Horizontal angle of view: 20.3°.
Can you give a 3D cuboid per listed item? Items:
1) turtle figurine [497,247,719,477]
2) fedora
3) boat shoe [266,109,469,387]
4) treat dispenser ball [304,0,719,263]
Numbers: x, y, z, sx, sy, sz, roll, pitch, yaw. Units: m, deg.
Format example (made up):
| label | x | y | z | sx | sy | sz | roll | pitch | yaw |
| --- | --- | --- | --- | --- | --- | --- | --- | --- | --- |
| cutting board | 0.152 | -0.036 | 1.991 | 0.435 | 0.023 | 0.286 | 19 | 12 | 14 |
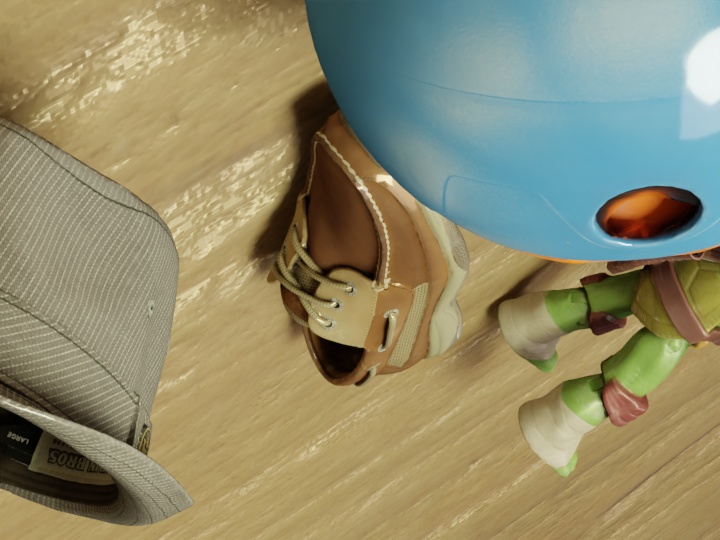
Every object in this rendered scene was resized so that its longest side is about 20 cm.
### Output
| label | x | y | z | sx | sy | sz | roll | pitch | yaw |
| --- | --- | --- | --- | --- | --- | --- | --- | --- | --- |
| turtle figurine | 0.184 | 0.030 | 1.053 | 0.194 | 0.144 | 0.200 | -27 | 177 | 27 |
| fedora | -0.121 | 0.006 | 0.637 | 0.090 | 0.177 | 0.200 | -65 | 158 | -17 |
| boat shoe | 0.000 | 0.000 | 0.864 | 0.072 | 0.076 | 0.200 | -33 | 153 | -10 |
| treat dispenser ball | 0.081 | -0.102 | 0.651 | 0.201 | 0.201 | 0.201 | -32 | 154 | -17 |
